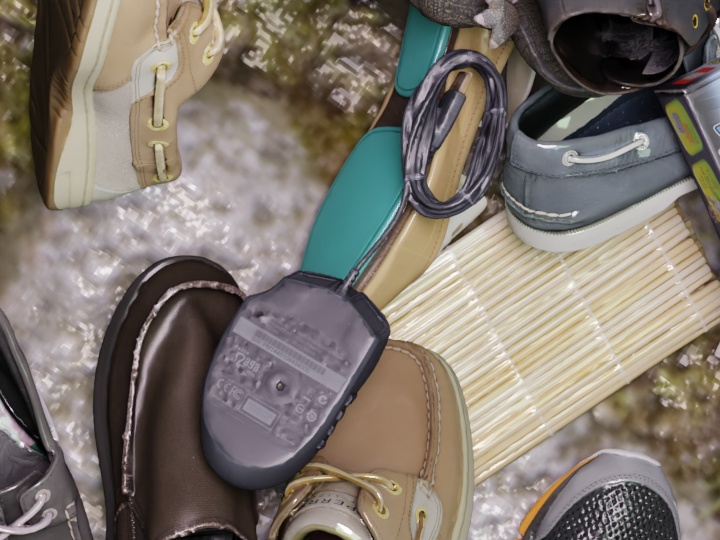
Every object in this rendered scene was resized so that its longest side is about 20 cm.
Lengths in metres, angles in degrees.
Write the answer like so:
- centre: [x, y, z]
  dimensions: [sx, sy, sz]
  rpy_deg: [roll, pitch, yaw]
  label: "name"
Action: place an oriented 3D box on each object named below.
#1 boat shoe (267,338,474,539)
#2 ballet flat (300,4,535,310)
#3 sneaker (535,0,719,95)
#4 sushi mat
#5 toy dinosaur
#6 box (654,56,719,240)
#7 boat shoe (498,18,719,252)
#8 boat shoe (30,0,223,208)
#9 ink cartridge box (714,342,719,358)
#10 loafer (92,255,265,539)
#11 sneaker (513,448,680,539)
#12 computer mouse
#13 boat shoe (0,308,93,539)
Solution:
- centre: [-0.003, 0.112, 1.120]
  dimensions: [0.073, 0.066, 0.201]
  rpy_deg: [1, 63, 21]
  label: "boat shoe"
- centre: [0.036, -0.057, 1.170]
  dimensions: [0.063, 0.069, 0.201]
  rpy_deg: [22, 89, -29]
  label: "ballet flat"
- centre: [0.131, -0.111, 1.097]
  dimensions: [0.199, 0.075, 0.107]
  rpy_deg: [8, 56, -35]
  label: "sneaker"
- centre: [0.061, 0.030, 1.204]
  dimensions: [0.199, 0.012, 0.096]
  rpy_deg: [-33, 98, -9]
  label: "sushi mat"
- centre: [0.021, -0.129, 1.107]
  dimensions: [0.198, 0.102, 0.078]
  rpy_deg: [14, 106, -1]
  label: "toy dinosaur"
- centre: [0.211, -0.007, 1.148]
  dimensions: [0.110, 0.035, 0.201]
  rpy_deg: [-27, 100, -11]
  label: "box"
- centre: [0.144, -0.081, 1.174]
  dimensions: [0.199, 0.073, 0.062]
  rpy_deg: [-31, 137, -12]
  label: "boat shoe"
- centre: [-0.087, -0.095, 1.078]
  dimensions: [0.066, 0.200, 0.075]
  rpy_deg: [-5, 64, -15]
  label: "boat shoe"
- centre: [0.234, 0.012, 1.209]
  dimensions: [0.115, 0.067, 0.201]
  rpy_deg: [28, 86, -16]
  label: "ink cartridge box"
- centre: [-0.065, 0.095, 1.139]
  dimensions: [0.073, 0.071, 0.202]
  rpy_deg: [3, 88, -28]
  label: "loafer"
- centre: [0.094, 0.175, 1.184]
  dimensions: [0.078, 0.077, 0.202]
  rpy_deg: [16, 88, -10]
  label: "sneaker"
- centre: [0.000, 0.000, 1.119]
  dimensions: [0.058, 0.034, 0.201]
  rpy_deg: [32, 81, 13]
  label: "computer mouse"
- centre: [-0.160, 0.063, 1.135]
  dimensions: [0.066, 0.057, 0.201]
  rpy_deg: [-23, 97, -11]
  label: "boat shoe"
